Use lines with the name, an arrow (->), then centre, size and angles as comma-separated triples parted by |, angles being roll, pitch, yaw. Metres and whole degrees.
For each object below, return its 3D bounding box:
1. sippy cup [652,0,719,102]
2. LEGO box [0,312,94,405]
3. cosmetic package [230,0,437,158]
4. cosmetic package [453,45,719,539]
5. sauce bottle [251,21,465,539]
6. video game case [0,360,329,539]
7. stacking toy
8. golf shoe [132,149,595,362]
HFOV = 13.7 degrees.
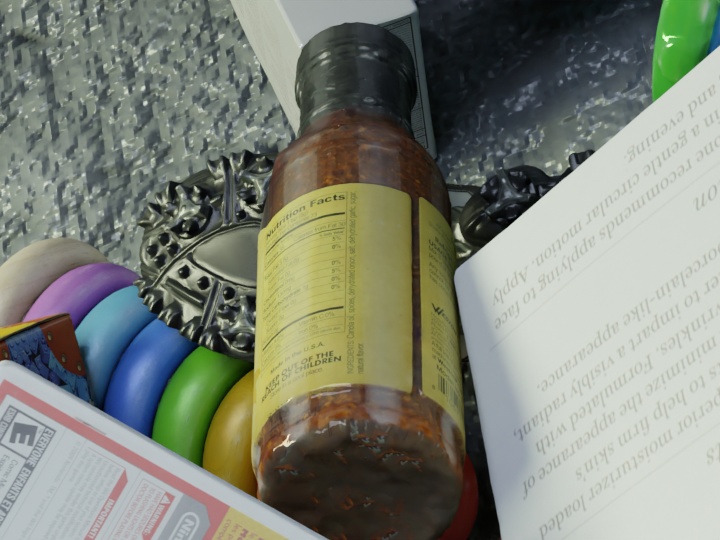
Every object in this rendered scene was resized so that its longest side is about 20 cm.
sippy cup -> 0.184, -0.075, 0.971 | 0.130, 0.179, 0.140 | 28, 49, 27
LEGO box -> -0.183, 0.112, 1.048 | 0.199, 0.077, 0.150 | -13, 95, 23
cosmetic package -> -0.029, -0.130, 1.145 | 0.050, 0.083, 0.201 | -18, 51, -9
cosmetic package -> 0.150, 0.059, 0.846 | 0.165, 0.164, 0.201 | -40, 45, 38
sauce bottle -> 0.000, 0.000, 0.928 | 0.066, 0.066, 0.201 | -20, 37, 18
video game case -> -0.052, 0.130, 0.801 | 0.199, 0.017, 0.143 | 28, 80, 19
stacking toy -> -0.044, 0.055, 1.057 | 0.199, 0.085, 0.086 | 20, 73, 29
golf shoe -> 0.020, 0.004, 1.033 | 0.199, 0.094, 0.078 | 3, 78, 23
